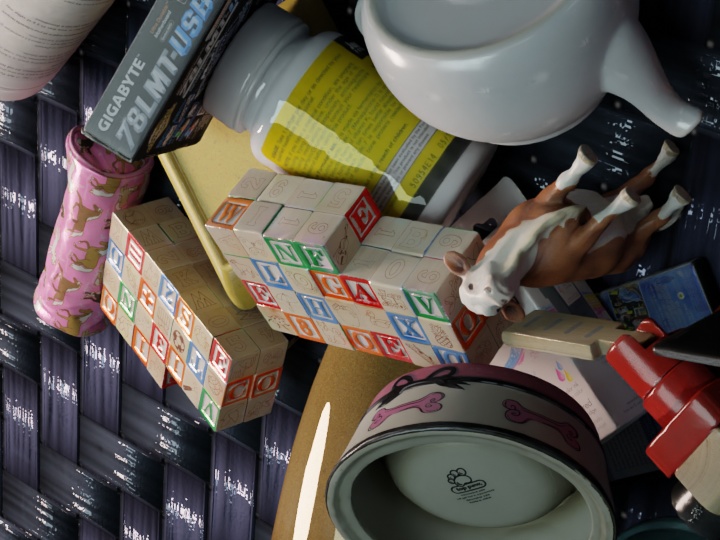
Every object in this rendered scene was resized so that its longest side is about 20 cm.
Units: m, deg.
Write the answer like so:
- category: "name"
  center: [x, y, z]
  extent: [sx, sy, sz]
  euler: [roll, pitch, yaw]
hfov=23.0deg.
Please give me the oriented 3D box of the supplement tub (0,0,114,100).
- category: "supplement tub"
  center: [-0.280, -0.250, 1.523]
  extent: [0.200, 0.132, 0.132]
  euler: [-40, 78, 43]

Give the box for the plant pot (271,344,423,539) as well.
- category: "plant pot"
  center: [0.024, 0.136, 1.381]
  extent: [0.186, 0.186, 0.201]
  euler: [7, 96, 41]

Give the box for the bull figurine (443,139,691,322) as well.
- category: "bull figurine"
  center: [0.143, -0.027, 1.175]
  extent: [0.121, 0.200, 0.065]
  euler: [-43, 74, 33]

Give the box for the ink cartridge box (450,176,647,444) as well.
- category: "ink cartridge box"
  center: [0.114, 0.046, 1.291]
  extent: [0.200, 0.067, 0.117]
  euler: [56, 135, 11]

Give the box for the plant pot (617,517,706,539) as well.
- category: "plant pot"
  center: [0.193, 0.305, 1.258]
  extent: [0.200, 0.196, 0.201]
  euler: [17, 117, 37]

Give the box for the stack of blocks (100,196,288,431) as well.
- category: "stack of blocks"
  center: [-0.148, 0.046, 1.535]
  extent: [0.200, 0.058, 0.116]
  euler: [48, 140, 33]

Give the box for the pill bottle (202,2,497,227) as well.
- category: "pill bottle"
  center: [-0.010, -0.103, 1.304]
  extent: [0.200, 0.114, 0.114]
  euler: [34, 129, 5]

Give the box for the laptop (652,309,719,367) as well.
- category: "laptop"
  center: [0.309, 0.086, 1.063]
  extent: [0.199, 0.187, 0.117]
  euler: [10, 110, 40]

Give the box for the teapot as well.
- category: "teapot"
  center: [0.101, -0.156, 1.196]
  extent: [0.146, 0.197, 0.201]
  euler: [58, -168, -47]

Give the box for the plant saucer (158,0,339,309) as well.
- category: "plant saucer"
  center: [-0.079, -0.092, 1.417]
  extent: [0.200, 0.048, 0.201]
  euler: [-29, 85, 28]

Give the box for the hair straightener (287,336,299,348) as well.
- category: "hair straightener"
  center: [-0.073, -0.021, 1.482]
  extent: [0.077, 0.041, 0.201]
  euler: [9, 107, 40]

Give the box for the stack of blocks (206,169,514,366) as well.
- category: "stack of blocks"
  center: [0.000, 0.000, 1.248]
  extent: [0.199, 0.059, 0.115]
  euler: [12, 144, 40]

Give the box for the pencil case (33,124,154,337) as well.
- category: "pencil case"
  center: [-0.245, -0.035, 1.611]
  extent: [0.083, 0.086, 0.201]
  euler: [29, 125, 15]

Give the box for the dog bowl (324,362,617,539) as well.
- category: "dog bowl"
  center: [0.080, 0.142, 1.219]
  extent: [0.199, 0.074, 0.201]
  euler: [8, 139, 7]

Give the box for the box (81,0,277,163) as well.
- category: "box"
  center: [-0.111, -0.179, 1.282]
  extent: [0.050, 0.199, 0.201]
  euler: [31, 102, 4]

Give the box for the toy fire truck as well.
- category: "toy fire truck"
  center: [0.211, 0.062, 1.150]
  extent: [0.200, 0.176, 0.129]
  euler: [48, 128, 17]

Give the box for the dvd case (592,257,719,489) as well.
- category: "dvd case"
  center: [0.195, 0.083, 1.292]
  extent: [0.200, 0.018, 0.143]
  euler: [-22, 92, 45]
